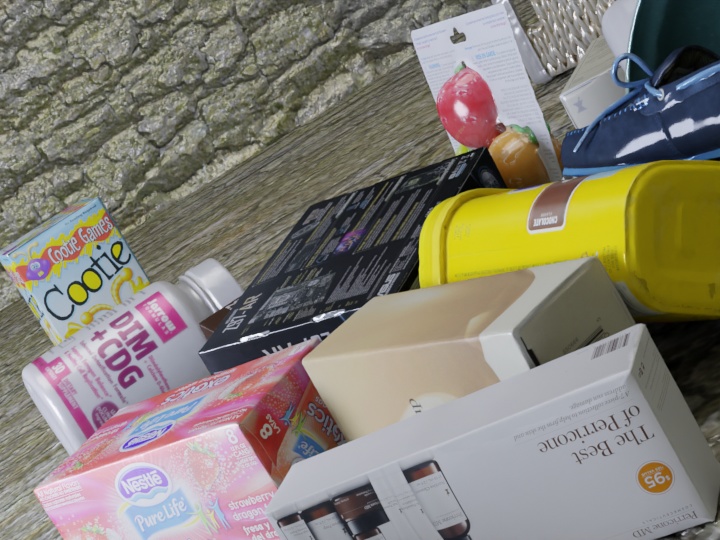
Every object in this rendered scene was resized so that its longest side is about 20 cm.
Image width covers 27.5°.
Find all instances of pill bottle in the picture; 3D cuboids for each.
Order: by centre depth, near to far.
[{"bbox_3d":[-0.191,0.081,1.320,0.200,0.114,0.113,-35,12,-18],"label":"pill bottle"}]

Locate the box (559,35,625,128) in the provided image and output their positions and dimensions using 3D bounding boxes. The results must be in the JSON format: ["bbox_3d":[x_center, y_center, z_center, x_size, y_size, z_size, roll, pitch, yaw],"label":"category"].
[{"bbox_3d":[0.255,-0.176,1.365,0.095,0.078,0.200,-25,13,27],"label":"box"}]

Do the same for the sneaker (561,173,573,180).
[{"bbox_3d":[0.139,-0.011,0.996,0.200,0.080,0.074,-47,-11,11],"label":"sneaker"}]

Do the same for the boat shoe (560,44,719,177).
[{"bbox_3d":[0.191,-0.092,0.809,0.084,0.069,0.199,-6,-3,-42],"label":"boat shoe"}]

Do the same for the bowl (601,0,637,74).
[{"bbox_3d":[0.287,-0.152,1.015,0.199,0.200,0.075,-27,55,24],"label":"bowl"}]

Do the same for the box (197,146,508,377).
[{"bbox_3d":[0.000,0.000,1.002,0.159,0.044,0.200,-17,24,32],"label":"box"}]

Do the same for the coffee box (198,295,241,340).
[{"bbox_3d":[-0.045,0.055,1.151,0.114,0.080,0.200,-33,12,-13],"label":"coffee box"}]

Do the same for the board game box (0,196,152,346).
[{"bbox_3d":[-0.250,0.042,1.417,0.103,0.201,0.105,-34,12,-16],"label":"board game box"}]

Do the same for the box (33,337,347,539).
[{"bbox_3d":[-0.096,0.130,0.931,0.199,0.095,0.103,-21,16,39],"label":"box"}]

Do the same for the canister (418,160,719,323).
[{"bbox_3d":[0.145,-0.010,0.829,0.148,0.087,0.200,2,-4,-27],"label":"canister"}]

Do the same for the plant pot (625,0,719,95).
[{"bbox_3d":[0.269,-0.114,0.868,0.133,0.202,0.200,-7,0,-26],"label":"plant pot"}]

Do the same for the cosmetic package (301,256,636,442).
[{"bbox_3d":[0.064,0.063,0.791,0.071,0.106,0.200,-38,12,-31],"label":"cosmetic package"}]

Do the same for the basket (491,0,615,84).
[{"bbox_3d":[0.271,-0.373,1.860,0.160,0.199,0.200,-19,15,35],"label":"basket"}]

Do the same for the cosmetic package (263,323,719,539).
[{"bbox_3d":[0.059,0.104,0.689,0.199,0.083,0.051,-26,15,26],"label":"cosmetic package"}]

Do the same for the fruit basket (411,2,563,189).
[{"bbox_3d":[0.110,-0.099,1.118,0.093,0.201,0.185,-18,7,-17],"label":"fruit basket"}]
